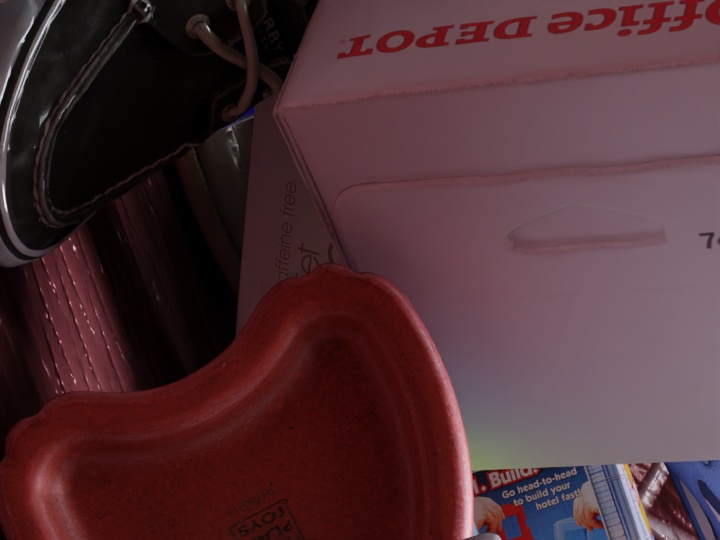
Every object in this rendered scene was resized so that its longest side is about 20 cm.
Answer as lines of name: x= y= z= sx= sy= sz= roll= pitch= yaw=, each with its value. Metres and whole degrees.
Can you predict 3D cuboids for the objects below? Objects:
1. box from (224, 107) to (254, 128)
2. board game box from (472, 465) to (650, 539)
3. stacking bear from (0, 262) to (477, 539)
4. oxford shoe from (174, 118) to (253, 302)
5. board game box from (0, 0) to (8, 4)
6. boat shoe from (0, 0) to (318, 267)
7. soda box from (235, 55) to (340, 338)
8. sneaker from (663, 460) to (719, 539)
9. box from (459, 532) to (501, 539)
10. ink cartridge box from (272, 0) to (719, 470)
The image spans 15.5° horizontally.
box: x=-0.087 y=-0.175 z=0.918 sx=0.200 sy=0.105 sz=0.184 roll=59 pitch=14 yaw=-55
board game box: x=0.079 y=0.122 z=0.892 sx=0.200 sy=0.062 sz=0.200 roll=26 pitch=46 yaw=-81
stacking bear: x=-0.018 y=0.093 z=0.769 sx=0.114 sy=0.121 sz=0.200 roll=62 pitch=-4 yaw=16
oxford shoe: x=-0.040 y=-0.066 z=1.082 sx=0.070 sy=0.075 sz=0.200 roll=57 pitch=18 yaw=-70
board game box: x=-0.090 y=-0.173 z=0.722 sx=0.046 sy=0.151 sz=0.200 roll=57 pitch=15 yaw=-60
boat shoe: x=-0.049 y=-0.078 z=0.765 sx=0.200 sy=0.064 sz=0.071 roll=-57 pitch=146 yaw=-31
soda box: x=0.000 y=0.000 z=0.906 sx=0.068 sy=0.064 sz=0.200 roll=-37 pitch=138 yaw=-57
sneaker: x=0.122 y=0.036 z=0.912 sx=0.200 sy=0.074 sz=0.082 roll=49 pitch=-10 yaw=-11
box: x=0.013 y=0.206 z=0.607 sx=0.200 sy=0.131 sz=0.199 roll=-98 pitch=167 yaw=-50
ink cartridge box: x=0.086 y=-0.063 z=0.768 sx=0.200 sy=0.147 sz=0.146 roll=-71 pitch=148 yaw=-43
